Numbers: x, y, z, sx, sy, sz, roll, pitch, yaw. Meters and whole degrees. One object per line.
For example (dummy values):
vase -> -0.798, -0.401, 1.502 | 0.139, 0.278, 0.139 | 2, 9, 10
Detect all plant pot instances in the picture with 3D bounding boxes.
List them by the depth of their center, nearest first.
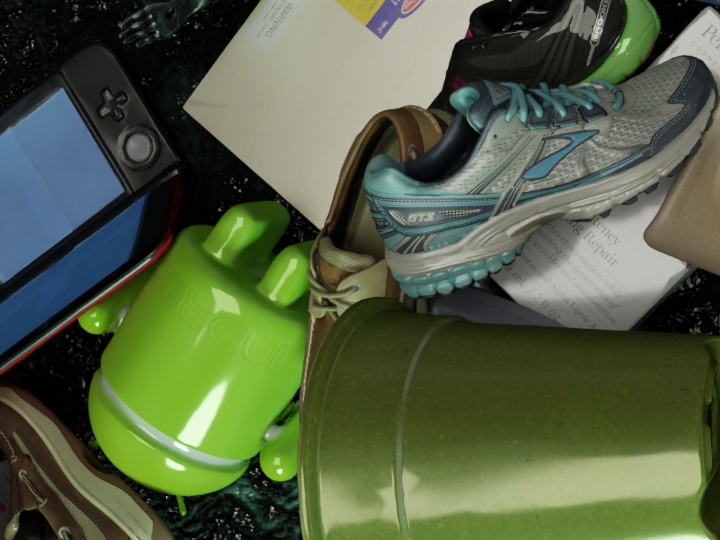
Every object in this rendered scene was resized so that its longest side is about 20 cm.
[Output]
plant pot -> 0.099, 0.104, 0.764 | 0.189, 0.200, 0.201 | -7, 89, 28

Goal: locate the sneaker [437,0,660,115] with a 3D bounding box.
sneaker -> 0.083, -0.113, 0.900 | 0.200, 0.077, 0.084 | -36, 96, 29

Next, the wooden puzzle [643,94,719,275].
wooden puzzle -> 0.275, -0.062, 0.814 | 0.185, 0.046, 0.201 | 20, 113, -18

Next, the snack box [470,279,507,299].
snack box -> 0.066, 0.045, 0.953 | 0.072, 0.024, 0.200 | -45, 79, 13

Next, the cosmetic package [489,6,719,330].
cosmetic package -> 0.171, -0.047, 0.894 | 0.102, 0.074, 0.200 | 44, 104, 11

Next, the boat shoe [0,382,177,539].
boat shoe -> -0.200, 0.144, 0.976 | 0.075, 0.075, 0.202 | -41, 46, -19

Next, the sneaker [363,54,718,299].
sneaker -> 0.093, -0.066, 0.796 | 0.199, 0.078, 0.087 | -31, 111, -3

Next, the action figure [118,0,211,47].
action figure -> -0.173, -0.232, 0.953 | 0.200, 0.102, 0.119 | 48, 142, 35

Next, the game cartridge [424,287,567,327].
game cartridge -> 0.078, 0.083, 0.901 | 0.199, 0.040, 0.134 | 22, 119, 30

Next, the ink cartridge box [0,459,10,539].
ink cartridge box -> -0.276, 0.230, 0.972 | 0.145, 0.200, 0.147 | -40, 81, 14

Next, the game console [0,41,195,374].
game console -> -0.218, -0.032, 0.991 | 0.200, 0.119, 0.173 | -34, 82, 15

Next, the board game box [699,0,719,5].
board game box -> 0.210, -0.215, 0.867 | 0.199, 0.034, 0.136 | 16, 67, 16

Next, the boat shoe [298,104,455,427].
boat shoe -> 0.000, 0.000, 0.866 | 0.075, 0.074, 0.201 | 19, 95, 37

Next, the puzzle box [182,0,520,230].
puzzle box -> -0.005, -0.139, 0.970 | 0.133, 0.025, 0.200 | 42, 102, 12

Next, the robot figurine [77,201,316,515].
robot figurine -> -0.094, 0.054, 0.952 | 0.175, 0.116, 0.200 | 35, 105, 11
